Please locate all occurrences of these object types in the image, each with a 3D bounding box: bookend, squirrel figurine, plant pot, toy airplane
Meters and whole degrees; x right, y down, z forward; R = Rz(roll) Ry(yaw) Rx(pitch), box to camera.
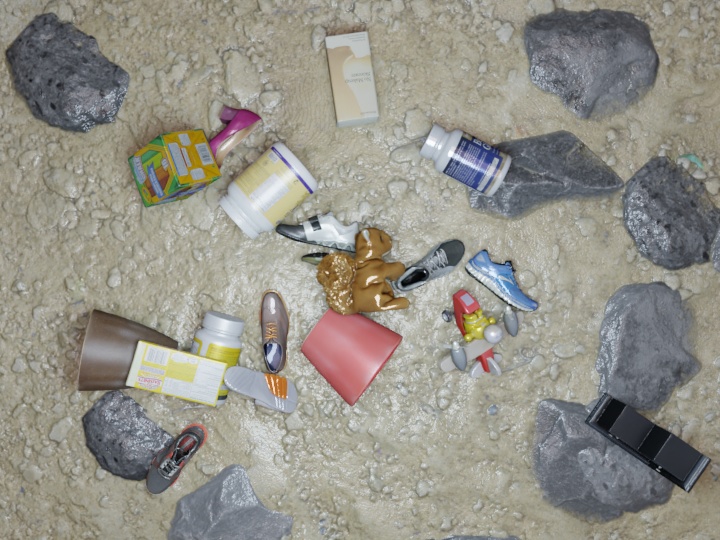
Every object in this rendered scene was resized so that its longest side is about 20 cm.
[{"bbox_3d":[0.662,0.395,1.587,0.199,0.200,0.092,35,90,-3],"label":"bookend"},{"bbox_3d":[0.000,0.000,1.528,0.200,0.142,0.187,-7,91,-7],"label":"squirrel figurine"},{"bbox_3d":[-0.529,0.196,1.572,0.200,0.187,0.187,10,91,-15],"label":"plant pot"},{"bbox_3d":[-0.028,0.182,1.579,0.177,0.200,0.201,37,90,8],"label":"plant pot"},{"bbox_3d":[0.287,0.162,1.600,0.199,0.141,0.200,21,77,-20],"label":"toy airplane"}]

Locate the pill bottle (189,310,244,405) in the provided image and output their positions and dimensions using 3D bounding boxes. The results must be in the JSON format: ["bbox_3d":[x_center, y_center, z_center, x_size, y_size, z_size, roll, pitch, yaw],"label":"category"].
[{"bbox_3d":[-0.345,0.204,1.598,0.114,0.114,0.200,17,91,-2],"label":"pill bottle"}]

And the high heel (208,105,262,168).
[{"bbox_3d":[-0.308,-0.291,1.610,0.096,0.067,0.200,17,87,9],"label":"high heel"}]

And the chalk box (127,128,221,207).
[{"bbox_3d":[-0.439,-0.226,1.563,0.200,0.124,0.125,-21,91,42],"label":"chalk box"}]

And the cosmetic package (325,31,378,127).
[{"bbox_3d":[-0.020,-0.449,1.609,0.105,0.071,0.200,-10,91,-2],"label":"cosmetic package"}]

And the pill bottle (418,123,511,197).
[{"bbox_3d":[0.244,-0.265,1.607,0.200,0.111,0.111,27,90,-2],"label":"pill bottle"}]

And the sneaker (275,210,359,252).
[{"bbox_3d":[-0.101,-0.102,1.623,0.200,0.074,0.089,10,91,-11],"label":"sneaker"}]

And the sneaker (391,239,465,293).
[{"bbox_3d":[0.169,-0.005,1.607,0.200,0.115,0.075,-34,92,-1],"label":"sneaker"}]

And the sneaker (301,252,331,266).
[{"bbox_3d":[-0.052,0.017,1.627,0.200,0.077,0.089,20,99,0],"label":"sneaker"}]

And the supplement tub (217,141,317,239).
[{"bbox_3d":[-0.215,-0.183,1.579,0.200,0.145,0.145,-42,92,0],"label":"supplement tub"}]

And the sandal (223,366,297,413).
[{"bbox_3d":[-0.242,0.278,1.615,0.206,0.059,0.079,29,57,-29],"label":"sandal"}]

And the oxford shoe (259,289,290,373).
[{"bbox_3d":[-0.203,0.146,1.620,0.071,0.073,0.200,-6,91,-1],"label":"oxford shoe"}]

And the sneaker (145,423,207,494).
[{"bbox_3d":[-0.446,0.449,1.614,0.077,0.082,0.200,36,90,-2],"label":"sneaker"}]

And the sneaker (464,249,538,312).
[{"bbox_3d":[0.351,0.024,1.632,0.200,0.079,0.089,39,92,-2],"label":"sneaker"}]

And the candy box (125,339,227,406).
[{"bbox_3d":[-0.406,0.229,1.514,0.200,0.026,0.102,17,92,-13],"label":"candy box"}]
